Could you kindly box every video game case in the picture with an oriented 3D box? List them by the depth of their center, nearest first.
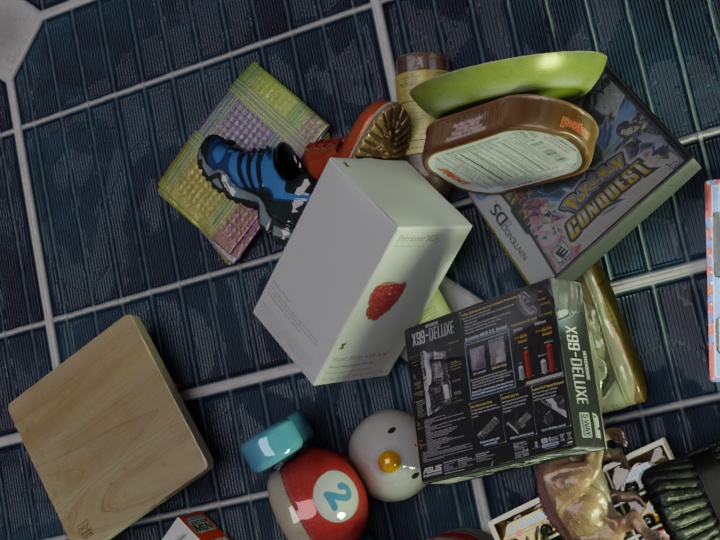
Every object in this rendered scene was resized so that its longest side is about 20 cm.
[{"bbox_3d":[0.216,-0.092,1.271,0.200,0.025,0.182,-43,43,14],"label":"video game case"}]

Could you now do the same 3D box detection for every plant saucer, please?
[{"bbox_3d":[0.148,-0.177,1.253,0.197,0.200,0.032,-10,88,20],"label":"plant saucer"}]

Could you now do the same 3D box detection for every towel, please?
[{"bbox_3d":[-0.137,-0.124,1.458,0.143,0.023,0.201,41,100,20],"label":"towel"}]

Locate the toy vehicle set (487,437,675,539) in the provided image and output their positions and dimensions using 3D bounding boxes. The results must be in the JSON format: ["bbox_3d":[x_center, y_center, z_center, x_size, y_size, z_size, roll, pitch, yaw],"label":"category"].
[{"bbox_3d":[0.240,0.266,1.259,0.198,0.027,0.126,-27,77,6],"label":"toy vehicle set"}]

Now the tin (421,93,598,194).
[{"bbox_3d":[0.142,-0.120,1.241,0.199,0.111,0.042,-12,54,52],"label":"tin"}]

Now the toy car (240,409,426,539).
[{"bbox_3d":[0.010,0.206,1.308,0.198,0.177,0.186,-31,86,3],"label":"toy car"}]

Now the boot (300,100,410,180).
[{"bbox_3d":[-0.020,-0.120,1.357,0.108,0.074,0.201,55,133,27],"label":"boot"}]

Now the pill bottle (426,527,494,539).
[{"bbox_3d":[0.081,0.320,1.244,0.111,0.200,0.114,-2,85,21],"label":"pill bottle"}]

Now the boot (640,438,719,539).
[{"bbox_3d":[0.375,0.247,1.181,0.156,0.080,0.213,-29,65,-4],"label":"boot"}]

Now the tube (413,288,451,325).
[{"bbox_3d":[0.065,0.039,1.356,0.057,0.052,0.201,-26,71,-14],"label":"tube"}]

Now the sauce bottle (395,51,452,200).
[{"bbox_3d":[0.072,-0.129,1.356,0.064,0.065,0.203,-4,86,21],"label":"sauce bottle"}]

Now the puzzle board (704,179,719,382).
[{"bbox_3d":[0.415,0.008,1.236,0.148,0.017,0.203,-2,85,21],"label":"puzzle board"}]

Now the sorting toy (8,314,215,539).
[{"bbox_3d":[-0.279,0.189,1.465,0.199,0.069,0.200,-35,74,16],"label":"sorting toy"}]

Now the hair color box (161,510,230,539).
[{"bbox_3d":[-0.153,0.378,1.406,0.200,0.064,0.111,41,102,18],"label":"hair color box"}]

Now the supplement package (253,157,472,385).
[{"bbox_3d":[0.000,0.000,1.302,0.120,0.120,0.202,46,122,32],"label":"supplement package"}]

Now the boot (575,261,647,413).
[{"bbox_3d":[0.190,0.063,1.293,0.153,0.072,0.203,-24,78,21],"label":"boot"}]

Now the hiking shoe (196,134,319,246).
[{"bbox_3d":[-0.101,-0.106,1.374,0.200,0.074,0.088,40,113,34],"label":"hiking shoe"}]

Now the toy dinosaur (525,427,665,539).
[{"bbox_3d":[0.204,0.226,1.209,0.134,0.086,0.203,-20,82,3],"label":"toy dinosaur"}]

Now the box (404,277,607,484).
[{"bbox_3d":[0.133,0.111,1.217,0.199,0.049,0.160,-23,67,43],"label":"box"}]
